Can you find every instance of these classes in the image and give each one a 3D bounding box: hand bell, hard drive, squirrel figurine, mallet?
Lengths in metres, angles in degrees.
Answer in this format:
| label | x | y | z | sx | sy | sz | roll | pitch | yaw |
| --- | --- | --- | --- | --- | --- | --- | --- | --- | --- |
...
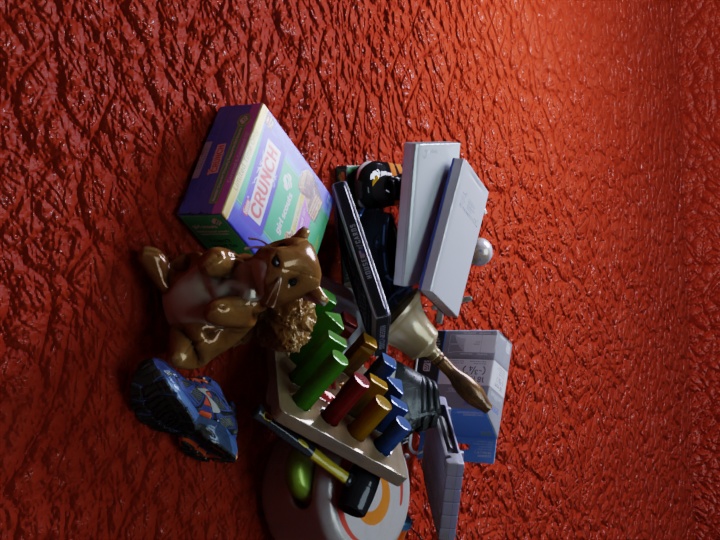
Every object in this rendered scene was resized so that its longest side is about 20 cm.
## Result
| label | x | y | z | sx | sy | sz | roll | pitch | yaw |
| --- | --- | --- | --- | --- | --- | --- | --- | --- | --- |
| hand bell | 0.117 | 0.133 | 1.646 | 0.200 | 0.104 | 0.104 | 45 | 42 | -5 |
| hard drive | 0.140 | -0.046 | 1.681 | 0.132 | 0.025 | 0.203 | 41 | 61 | -61 |
| hard drive | 0.098 | -0.085 | 1.658 | 0.131 | 0.026 | 0.203 | -11 | 108 | -56 |
| squirrel figurine | -0.122 | 0.023 | 1.303 | 0.200 | 0.185 | 0.143 | 36 | 33 | -65 |
| mallet | -0.050 | 0.216 | 1.375 | 0.200 | 0.041 | 0.066 | 47 | 55 | -21 |

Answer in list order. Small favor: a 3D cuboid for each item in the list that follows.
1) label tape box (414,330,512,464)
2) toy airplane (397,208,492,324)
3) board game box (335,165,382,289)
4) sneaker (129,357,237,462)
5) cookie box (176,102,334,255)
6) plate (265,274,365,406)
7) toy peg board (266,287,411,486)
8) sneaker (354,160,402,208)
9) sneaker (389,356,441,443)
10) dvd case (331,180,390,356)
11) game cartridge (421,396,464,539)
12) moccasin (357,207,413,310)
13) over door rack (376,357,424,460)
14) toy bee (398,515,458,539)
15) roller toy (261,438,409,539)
| label | x | y | z | sx | sy | sz | roll | pitch | yaw |
| --- | --- | --- | --- | --- | --- | --- | --- | --- | --- |
| label tape box | 0.155 | 0.200 | 1.826 | 0.063 | 0.142 | 0.203 | 40 | 55 | -51 |
| toy airplane | 0.151 | -0.039 | 1.832 | 0.201 | 0.139 | 0.201 | -61 | 151 | -29 |
| board game box | 0.004 | -0.056 | 1.702 | 0.104 | 0.023 | 0.204 | -9 | 97 | -57 |
| sneaker | -0.201 | 0.151 | 1.308 | 0.201 | 0.074 | 0.079 | 59 | 32 | -51 |
| cookie box | -0.126 | -0.079 | 1.429 | 0.200 | 0.074 | 0.173 | 52 | 46 | -45 |
| plate | -0.045 | 0.109 | 1.581 | 0.199 | 0.032 | 0.203 | 30 | 68 | -53 |
| toy peg board | -0.010 | 0.134 | 1.424 | 0.198 | 0.098 | 0.201 | 32 | 23 | -24 |
| sneaker | 0.065 | -0.130 | 1.698 | 0.199 | 0.089 | 0.071 | -9 | 97 | -61 |
| sneaker | 0.063 | 0.232 | 1.632 | 0.098 | 0.071 | 0.203 | 17 | 69 | -15 |
| dvd case | 0.000 | 0.000 | 1.549 | 0.151 | 0.024 | 0.203 | 90 | -16 | -67 |
| game cartridge | 0.121 | 0.288 | 1.668 | 0.200 | 0.038 | 0.132 | -100 | -170 | -68 |
| moccasin | 0.046 | -0.005 | 1.682 | 0.201 | 0.067 | 0.081 | 61 | 41 | -41 |
| over door rack | 0.063 | 0.195 | 1.746 | 0.147 | 0.066 | 0.204 | -5 | 93 | -60 |
| toy bee | 0.032 | 0.381 | 1.674 | 0.132 | 0.108 | 0.200 | -52 | 126 | -4 |
| roller toy | -0.035 | 0.293 | 1.502 | 0.182 | 0.138 | 0.203 | -34 | 109 | -46 |
